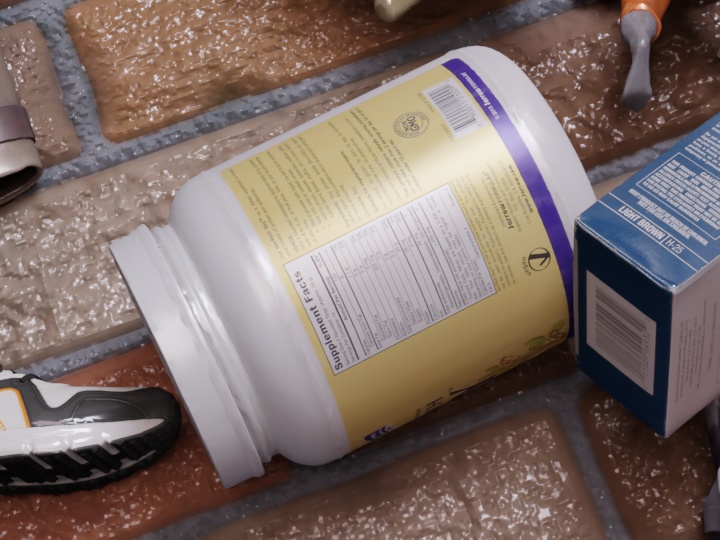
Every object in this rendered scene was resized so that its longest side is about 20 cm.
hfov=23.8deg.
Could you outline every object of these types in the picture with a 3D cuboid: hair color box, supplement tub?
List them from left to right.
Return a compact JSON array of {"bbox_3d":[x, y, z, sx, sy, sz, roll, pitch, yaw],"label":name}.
[{"bbox_3d":[0.000,0.000,0.784,0.199,0.146,0.146,-27,70,-8],"label":"supplement tub"},{"bbox_3d":[0.184,-0.027,0.753,0.199,0.100,0.060,-34,53,-22],"label":"hair color box"}]

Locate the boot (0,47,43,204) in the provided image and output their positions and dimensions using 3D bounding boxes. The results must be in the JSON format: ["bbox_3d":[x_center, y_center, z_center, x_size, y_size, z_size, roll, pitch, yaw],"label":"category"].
[{"bbox_3d":[-0.210,-0.105,0.881,0.199,0.070,0.147,-36,78,-10],"label":"boot"}]

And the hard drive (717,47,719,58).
[{"bbox_3d":[0.298,-0.152,0.896,0.132,0.027,0.200,36,75,15],"label":"hard drive"}]

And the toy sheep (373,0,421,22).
[{"bbox_3d":[0.024,-0.197,0.868,0.200,0.138,0.138,36,74,19],"label":"toy sheep"}]

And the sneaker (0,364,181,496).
[{"bbox_3d":[-0.184,0.066,0.805,0.198,0.074,0.081,-5,67,0],"label":"sneaker"}]

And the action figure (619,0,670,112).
[{"bbox_3d":[0.190,-0.179,0.851,0.199,0.105,0.195,-17,54,6],"label":"action figure"}]

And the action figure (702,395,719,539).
[{"bbox_3d":[0.184,0.043,0.804,0.129,0.069,0.201,-12,66,3],"label":"action figure"}]
